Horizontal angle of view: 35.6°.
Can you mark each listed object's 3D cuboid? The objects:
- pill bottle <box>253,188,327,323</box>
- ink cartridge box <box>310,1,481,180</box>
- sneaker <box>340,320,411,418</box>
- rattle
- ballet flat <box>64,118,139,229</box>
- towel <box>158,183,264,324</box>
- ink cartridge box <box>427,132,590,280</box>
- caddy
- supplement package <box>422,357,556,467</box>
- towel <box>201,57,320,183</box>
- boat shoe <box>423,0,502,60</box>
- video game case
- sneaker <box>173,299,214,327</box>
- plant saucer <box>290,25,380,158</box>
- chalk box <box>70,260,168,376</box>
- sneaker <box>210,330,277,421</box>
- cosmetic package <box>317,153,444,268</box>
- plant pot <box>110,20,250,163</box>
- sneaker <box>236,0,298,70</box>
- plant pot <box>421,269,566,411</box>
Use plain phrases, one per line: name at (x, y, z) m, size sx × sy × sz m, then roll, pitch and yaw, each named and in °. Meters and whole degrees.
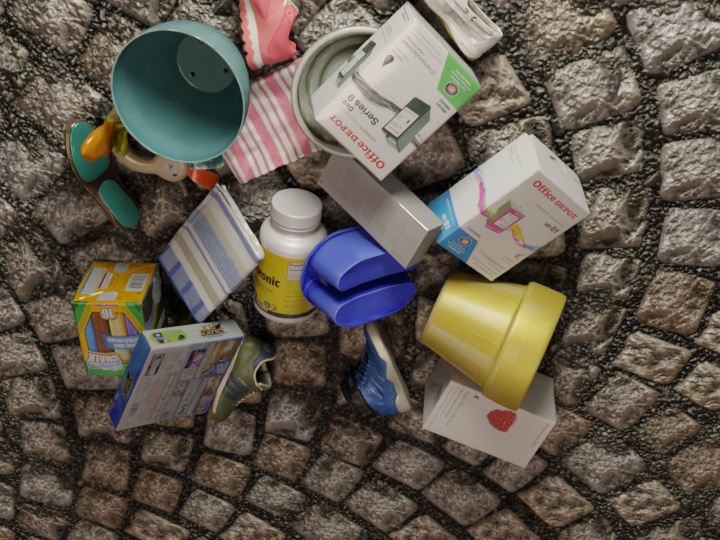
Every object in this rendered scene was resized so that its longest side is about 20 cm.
pill bottle at (-0.111, -0.025, 1.794) m, size 0.110 × 0.112 × 0.202 m, roll 10°, pitch 125°, yaw 0°
ink cartridge box at (0.047, -0.249, 1.576) m, size 0.200 × 0.084 × 0.146 m, roll -42°, pitch 116°, yaw 17°
sneaker at (0.011, 0.179, 1.939) m, size 0.110 × 0.077 × 0.201 m, roll -16°, pitch 128°, yaw 6°
rattle at (-0.308, -0.170, 1.706) m, size 0.200 × 0.143 × 0.130 m, roll 42°, pitch 101°, yaw -14°
ballet flat at (-0.418, -0.153, 1.773) m, size 0.072 × 0.068 × 0.201 m, roll 22°, pitch 148°, yaw 50°
towel at (-0.242, -0.025, 1.809) m, size 0.200 × 0.024 × 0.148 m, roll -44°, pitch 73°, yaw 35°
ink cartridge box at (0.225, -0.094, 1.698) m, size 0.199 × 0.085 × 0.144 m, roll -37°, pitch 133°, yaw 26°
caddy at (0.000, 0.000, 1.766) m, size 0.198 × 0.105 × 0.143 m, roll -16°, pitch 132°, yaw -30°
supplement package at (0.220, 0.227, 1.921) m, size 0.198 × 0.120 × 0.122 m, roll 22°, pitch 124°, yaw -8°
towel at (-0.138, -0.224, 1.707) m, size 0.198 × 0.030 × 0.147 m, roll -21°, pitch 119°, yaw 19°
boat shoe at (0.127, -0.384, 1.544) m, size 0.069 × 0.071 × 0.200 m, roll -29°, pitch 125°, yaw 23°
video game case at (-0.309, 0.173, 1.870) m, size 0.180 × 0.046 × 0.201 m, roll -5°, pitch 137°, yaw -41°
sneaker at (-0.273, 0.101, 1.937) m, size 0.089 × 0.067 × 0.202 m, roll 10°, pitch 120°, yaw -22°
plant saucer at (-0.005, -0.265, 1.639) m, size 0.197 × 0.050 × 0.203 m, roll -3°, pitch 120°, yaw -5°
chalk box at (-0.402, 0.101, 1.909) m, size 0.122 × 0.125 × 0.202 m, roll 3°, pitch 124°, yaw 5°
sneaker at (-0.203, 0.200, 1.977) m, size 0.089 × 0.067 × 0.202 m, roll 19°, pitch 122°, yaw 0°
cosmetic package at (0.029, -0.104, 1.698) m, size 0.200 × 0.050 × 0.083 m, roll 45°, pitch 128°, yaw 16°
plant pot at (-0.242, -0.276, 1.615) m, size 0.197 × 0.135 × 0.202 m, roll 7°, pitch 124°, yaw 11°
sneaker at (-0.132, -0.384, 1.585) m, size 0.085 × 0.074 × 0.202 m, roll -7°, pitch 130°, yaw -3°
plant pot at (0.207, 0.095, 1.801) m, size 0.187 × 0.201 × 0.203 m, roll 25°, pitch 126°, yaw 9°
